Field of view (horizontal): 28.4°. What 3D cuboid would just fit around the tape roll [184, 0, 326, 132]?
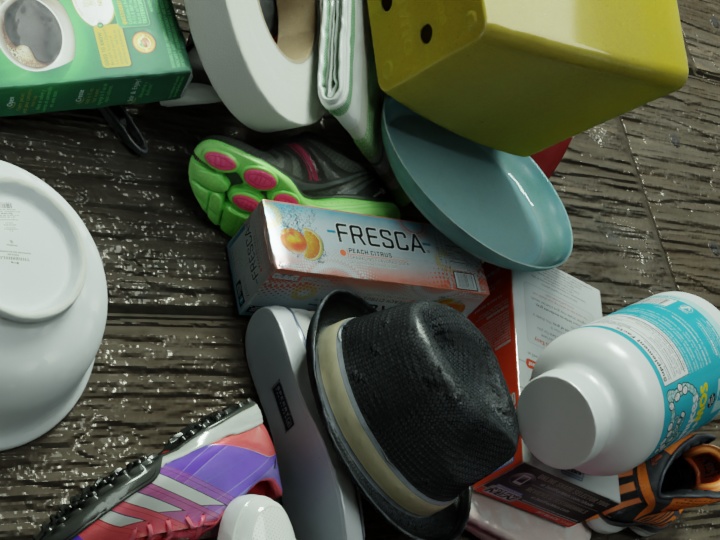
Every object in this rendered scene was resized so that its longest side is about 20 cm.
[{"bbox_3d":[-0.071,-0.207,1.076,0.202,0.037,0.206,-8,90,-66],"label":"tape roll"}]

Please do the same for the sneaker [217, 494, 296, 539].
[{"bbox_3d":[-0.029,0.236,0.890,0.073,0.115,0.203,6,73,-46],"label":"sneaker"}]

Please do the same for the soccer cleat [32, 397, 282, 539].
[{"bbox_3d":[-0.124,0.152,0.920,0.199,0.068,0.074,-28,93,-49],"label":"soccer cleat"}]

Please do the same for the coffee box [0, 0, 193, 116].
[{"bbox_3d":[-0.228,-0.172,0.993,0.198,0.044,0.124,-10,71,-26],"label":"coffee box"}]

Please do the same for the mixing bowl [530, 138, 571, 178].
[{"bbox_3d":[0.132,-0.163,1.318,0.198,0.108,0.202,22,53,-32],"label":"mixing bowl"}]

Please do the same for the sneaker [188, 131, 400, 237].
[{"bbox_3d":[-0.058,-0.067,1.120,0.199,0.077,0.084,17,41,-42],"label":"sneaker"}]

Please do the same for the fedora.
[{"bbox_3d":[0.049,0.092,1.014,0.200,0.091,0.202,42,32,-35],"label":"fedora"}]

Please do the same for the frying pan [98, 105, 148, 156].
[{"bbox_3d":[-0.229,-0.170,1.048,0.114,0.031,0.192,-10,70,-44],"label":"frying pan"}]

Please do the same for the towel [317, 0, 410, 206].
[{"bbox_3d":[0.005,-0.157,1.176,0.200,0.030,0.151,51,38,-63],"label":"towel"}]

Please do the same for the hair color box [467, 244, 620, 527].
[{"bbox_3d":[0.146,0.093,1.161,0.110,0.064,0.202,25,48,-30],"label":"hair color box"}]

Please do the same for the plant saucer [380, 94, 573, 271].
[{"bbox_3d":[0.091,-0.072,1.169,0.199,0.027,0.201,29,33,-21],"label":"plant saucer"}]

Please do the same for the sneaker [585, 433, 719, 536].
[{"bbox_3d":[0.272,0.181,1.212,0.199,0.111,0.079,-2,74,-58],"label":"sneaker"}]

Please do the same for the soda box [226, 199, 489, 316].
[{"bbox_3d":[0.000,0.000,1.103,0.198,0.068,0.064,8,54,-32],"label":"soda box"}]

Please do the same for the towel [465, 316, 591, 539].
[{"bbox_3d":[0.120,0.138,1.177,0.190,0.032,0.202,30,48,-25],"label":"towel"}]

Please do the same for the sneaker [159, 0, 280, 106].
[{"bbox_3d":[-0.109,-0.191,1.116,0.200,0.076,0.083,-59,142,-56],"label":"sneaker"}]

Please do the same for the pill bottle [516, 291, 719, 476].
[{"bbox_3d":[0.202,0.089,1.086,0.199,0.110,0.112,-17,77,-47],"label":"pill bottle"}]

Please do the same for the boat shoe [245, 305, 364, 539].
[{"bbox_3d":[-0.024,0.117,1.025,0.065,0.073,0.202,0,67,-38],"label":"boat shoe"}]

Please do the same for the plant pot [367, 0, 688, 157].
[{"bbox_3d":[0.113,-0.217,1.119,0.175,0.199,0.203,1,77,-37],"label":"plant pot"}]

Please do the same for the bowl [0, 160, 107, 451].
[{"bbox_3d":[-0.233,0.004,0.889,0.199,0.090,0.203,23,52,-32],"label":"bowl"}]
